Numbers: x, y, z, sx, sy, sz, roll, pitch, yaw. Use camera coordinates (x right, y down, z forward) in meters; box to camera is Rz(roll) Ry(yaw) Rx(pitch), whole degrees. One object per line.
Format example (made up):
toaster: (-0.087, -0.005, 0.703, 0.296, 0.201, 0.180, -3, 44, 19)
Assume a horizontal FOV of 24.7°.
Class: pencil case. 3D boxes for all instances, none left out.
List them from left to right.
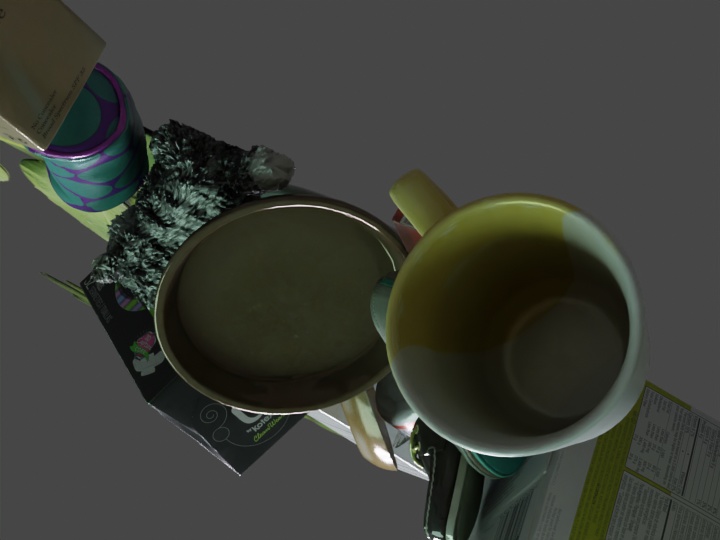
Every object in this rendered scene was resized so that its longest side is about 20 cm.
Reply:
pencil case: (-0.216, -0.104, 1.280, 0.092, 0.085, 0.200, 13, 170, 0)

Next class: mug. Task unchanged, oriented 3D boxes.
mug: (0.107, 0.026, 0.996, 0.149, 0.187, 0.153, -10, 166, 18)

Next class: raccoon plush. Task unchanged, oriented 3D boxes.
raccoon plush: (-0.136, -0.038, 1.241, 0.097, 0.134, 0.200, 31, 170, -13)

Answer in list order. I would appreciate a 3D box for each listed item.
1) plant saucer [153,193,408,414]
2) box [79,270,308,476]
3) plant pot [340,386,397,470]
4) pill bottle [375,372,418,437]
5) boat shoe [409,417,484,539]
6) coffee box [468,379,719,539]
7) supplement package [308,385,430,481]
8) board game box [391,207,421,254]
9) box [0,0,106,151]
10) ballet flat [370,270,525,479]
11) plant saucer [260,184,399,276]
plant saucer: (-0.053, 0.023, 1.221, 0.200, 0.200, 0.029, 34, -156, -28)
box: (-0.118, 0.041, 1.368, 0.124, 0.149, 0.200, 44, -178, -37)
plant pot: (-0.010, 0.087, 1.469, 0.200, 0.027, 0.200, -18, -90, -89)
pill bottle: (0.121, 0.130, 1.459, 0.200, 0.112, 0.112, 33, 169, -26)
boat shoe: (0.072, 0.128, 1.312, 0.061, 0.201, 0.072, 5, 145, 14)
coffee box: (0.191, 0.226, 1.289, 0.198, 0.200, 0.200, 29, 141, -8)
supplement package: (0.018, 0.118, 1.666, 0.200, 0.117, 0.117, 34, 169, -31)
board game box: (0.092, 0.022, 1.188, 0.103, 0.019, 0.200, 25, 162, 27)
box: (-0.264, -0.168, 1.063, 0.078, 0.095, 0.200, 22, 169, 32)
ballet flat: (0.067, 0.075, 1.225, 0.064, 0.067, 0.200, 21, 149, 47)
plant saucer: (0.000, 0.000, 1.313, 0.200, 0.050, 0.200, 28, 170, 6)
